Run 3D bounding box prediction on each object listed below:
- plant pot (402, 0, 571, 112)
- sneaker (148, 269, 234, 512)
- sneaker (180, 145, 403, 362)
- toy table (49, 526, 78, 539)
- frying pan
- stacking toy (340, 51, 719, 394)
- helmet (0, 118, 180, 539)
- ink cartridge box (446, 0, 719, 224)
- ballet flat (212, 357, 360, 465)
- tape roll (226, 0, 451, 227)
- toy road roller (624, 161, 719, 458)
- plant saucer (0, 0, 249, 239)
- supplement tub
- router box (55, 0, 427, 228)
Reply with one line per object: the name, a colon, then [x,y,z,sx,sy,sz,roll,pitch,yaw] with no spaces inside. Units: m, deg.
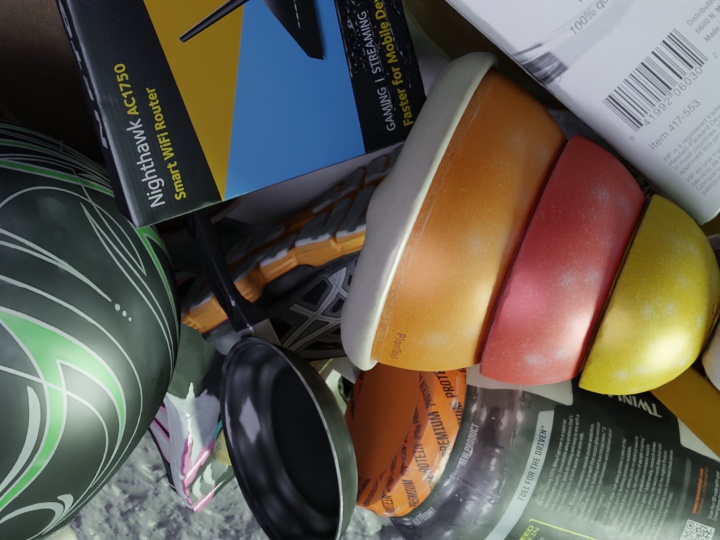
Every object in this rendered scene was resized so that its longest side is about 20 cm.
plant pot: [0.106,-0.168,0.873,0.198,0.028,0.201,4,122,6]
sneaker: [-0.108,0.055,1.110,0.086,0.080,0.201,35,148,30]
sneaker: [0.000,0.000,0.969,0.199,0.078,0.077,-26,109,35]
toy table: [-0.246,0.113,1.125,0.199,0.183,0.118,16,135,54]
frying pan: [-0.052,0.057,0.948,0.031,0.191,0.115,-15,153,-29]
stacking toy: [0.102,0.007,0.814,0.199,0.146,0.147,24,131,6]
helmet: [-0.185,0.021,0.922,0.199,0.200,0.192,20,117,-1]
ink cartridge box: [0.122,-0.143,0.808,0.200,0.086,0.147,40,108,-14]
ballet flat: [-0.011,0.057,1.051,0.070,0.071,0.200,33,115,-13]
tape roll: [-0.045,-0.109,0.971,0.201,0.037,0.204,7,129,9]
toy road roller: [0.191,0.021,0.921,0.123,0.200,0.146,-47,138,5]
plant saucer: [-0.132,-0.104,0.952,0.199,0.037,0.202,8,130,10]
supplement tub: [0.097,0.100,0.965,0.199,0.123,0.123,21,133,-23]
router box: [-0.064,-0.138,0.855,0.148,0.051,0.202,-19,104,-13]
